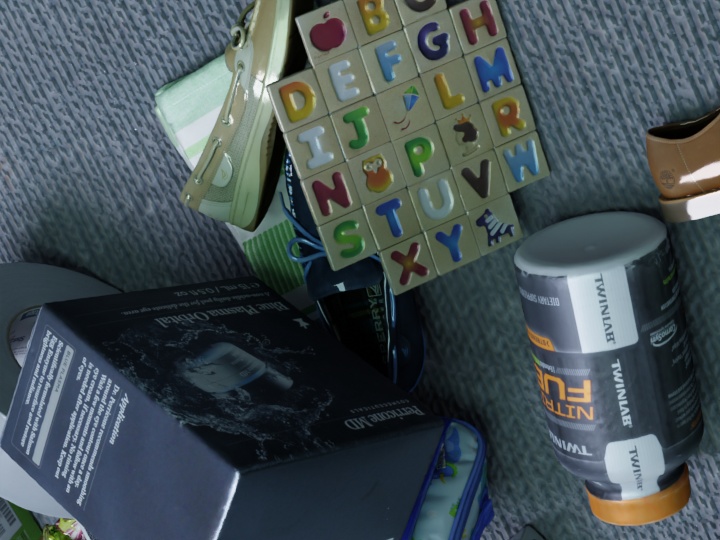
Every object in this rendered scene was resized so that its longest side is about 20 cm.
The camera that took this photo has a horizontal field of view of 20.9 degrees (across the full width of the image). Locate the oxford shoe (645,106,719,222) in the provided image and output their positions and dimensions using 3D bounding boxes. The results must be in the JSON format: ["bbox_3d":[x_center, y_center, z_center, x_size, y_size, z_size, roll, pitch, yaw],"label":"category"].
[{"bbox_3d":[0.271,-0.091,1.227,0.199,0.071,0.071,-17,102,26],"label":"oxford shoe"}]

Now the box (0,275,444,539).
[{"bbox_3d":[-0.089,0.107,1.265,0.200,0.196,0.118,36,118,32],"label":"box"}]

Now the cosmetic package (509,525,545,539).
[{"bbox_3d":[0.155,0.299,1.444,0.200,0.071,0.101,43,120,-4],"label":"cosmetic package"}]

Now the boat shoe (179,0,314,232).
[{"bbox_3d":[-0.077,-0.122,1.312,0.063,0.073,0.201,17,123,6],"label":"boat shoe"}]

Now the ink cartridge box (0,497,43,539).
[{"bbox_3d":[-0.356,0.256,1.603,0.200,0.076,0.148,-23,105,28],"label":"ink cartridge box"}]

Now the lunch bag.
[{"bbox_3d":[0.003,0.186,1.372,0.160,0.200,0.083,11,141,16],"label":"lunch bag"}]

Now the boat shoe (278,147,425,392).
[{"bbox_3d":[0.000,0.000,1.336,0.084,0.069,0.200,-19,104,24],"label":"boat shoe"}]

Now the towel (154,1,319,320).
[{"bbox_3d":[-0.041,-0.070,1.373,0.152,0.023,0.200,-26,101,26],"label":"towel"}]

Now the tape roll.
[{"bbox_3d":[-0.217,0.084,1.402,0.200,0.200,0.066,33,121,3],"label":"tape roll"}]

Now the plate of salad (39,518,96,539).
[{"bbox_3d":[-0.202,0.270,1.504,0.048,0.200,0.201,-23,109,-16],"label":"plate of salad"}]

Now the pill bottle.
[{"bbox_3d":[0.173,0.070,1.312,0.106,0.106,0.201,-6,111,22],"label":"pill bottle"}]

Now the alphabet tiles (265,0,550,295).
[{"bbox_3d":[0.034,-0.092,1.286,0.166,0.006,0.201,-24,108,-12],"label":"alphabet tiles"}]
